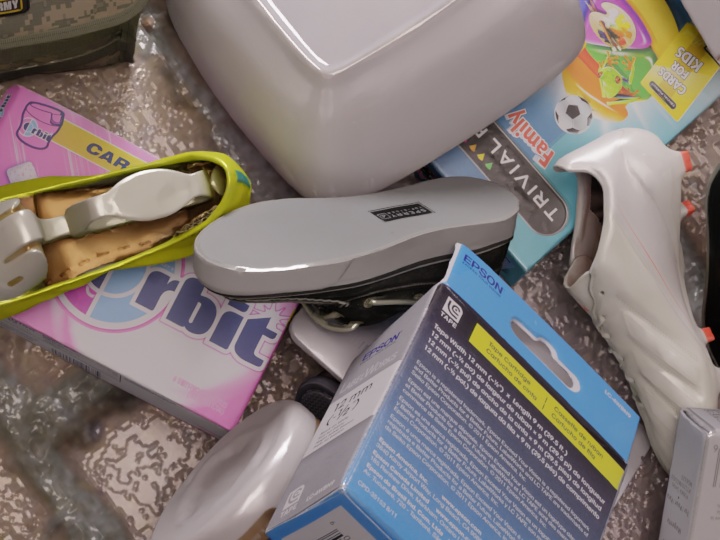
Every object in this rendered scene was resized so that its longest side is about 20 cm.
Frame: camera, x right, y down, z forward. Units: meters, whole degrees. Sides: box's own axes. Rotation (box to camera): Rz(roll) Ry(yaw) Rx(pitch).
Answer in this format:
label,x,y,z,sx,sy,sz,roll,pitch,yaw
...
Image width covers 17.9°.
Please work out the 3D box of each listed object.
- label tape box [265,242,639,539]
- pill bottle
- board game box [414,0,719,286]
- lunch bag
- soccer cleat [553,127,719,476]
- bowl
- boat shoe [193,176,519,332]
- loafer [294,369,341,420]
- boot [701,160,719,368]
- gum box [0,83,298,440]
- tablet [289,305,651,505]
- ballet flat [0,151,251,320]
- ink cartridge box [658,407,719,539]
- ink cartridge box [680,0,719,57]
label,x,y,z,sx,sy,sz,roll,pitch,yaw
label tape box,0.052,0.101,1.141,0.143,0.066,0.200,44,38,-13
pill bottle,-0.003,0.171,1.175,0.200,0.111,0.111,45,77,-14
board game box,0.112,-0.115,1.304,0.200,0.047,0.151,-42,88,-13
lunch bag,-0.197,-0.167,1.192,0.163,0.200,0.119,-10,81,-10
soccer cleat,0.151,0.023,1.258,0.077,0.069,0.202,-13,99,-18
bowl,0.002,-0.160,1.248,0.199,0.075,0.200,-32,62,-9
boat shoe,0.000,0.000,1.193,0.199,0.071,0.064,-9,122,-34
loafer,0.043,0.128,1.249,0.063,0.072,0.200,-39,92,-37
boot,0.264,-0.027,1.241,0.143,0.201,0.073,-22,57,-12
gum box,-0.133,-0.004,1.240,0.199,0.066,0.114,27,78,-2
tablet,0.064,0.063,1.249,0.200,0.014,0.130,41,42,0
ballet flat,-0.152,-0.021,1.171,0.199,0.067,0.067,-16,84,-8
ink cartridge box,0.259,0.169,1.262,0.198,0.044,0.175,4,104,-18
ink cartridge box,0.233,-0.253,1.271,0.146,0.146,0.201,-24,83,-43
